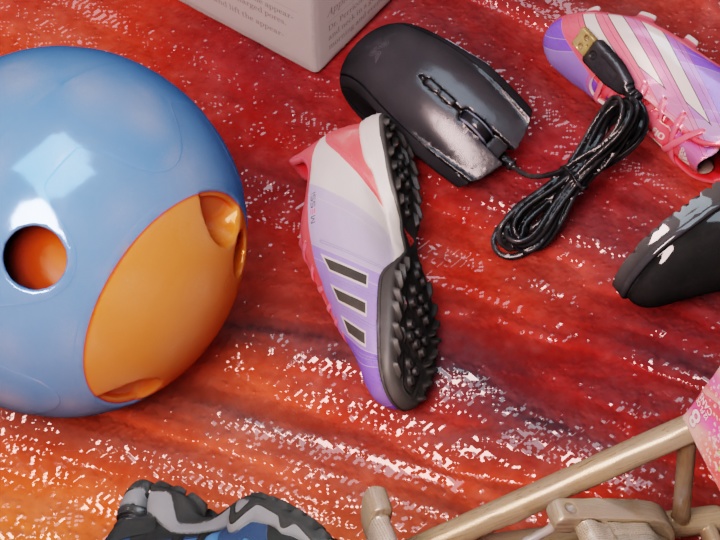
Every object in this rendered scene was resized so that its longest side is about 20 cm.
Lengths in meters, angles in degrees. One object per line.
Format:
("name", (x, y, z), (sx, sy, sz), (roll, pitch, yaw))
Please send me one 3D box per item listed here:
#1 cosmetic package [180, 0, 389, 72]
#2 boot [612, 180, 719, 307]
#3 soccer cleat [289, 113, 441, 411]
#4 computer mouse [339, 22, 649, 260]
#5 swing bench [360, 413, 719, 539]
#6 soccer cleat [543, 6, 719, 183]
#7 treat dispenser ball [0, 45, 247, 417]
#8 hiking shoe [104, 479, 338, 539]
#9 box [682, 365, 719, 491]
("cosmetic package", (-0.047, -0.275, 1.301), (0.164, 0.201, 0.165), (29, 57, 22))
("boot", (0.264, 0.033, 1.143), (0.164, 0.066, 0.200), (-35, 73, -5))
("soccer cleat", (0.000, 0.000, 1.180), (0.073, 0.068, 0.201), (-18, 54, 17))
("computer mouse", (0.080, -0.115, 1.245), (0.140, 0.046, 0.200), (-42, 60, -3))
("swing bench", (0.119, 0.195, 0.980), (0.199, 0.130, 0.200), (-15, 53, -4))
("soccer cleat", (0.196, -0.100, 1.251), (0.199, 0.067, 0.077), (26, 61, 16))
("treat dispenser ball", (-0.160, -0.021, 1.101), (0.199, 0.202, 0.202), (0, 51, 0))
("hiking shoe", (-0.068, 0.161, 1.005), (0.199, 0.074, 0.087), (-4, 50, 54))
("box", (0.241, 0.112, 0.903), (0.094, 0.103, 0.201), (-1, 50, -29))
